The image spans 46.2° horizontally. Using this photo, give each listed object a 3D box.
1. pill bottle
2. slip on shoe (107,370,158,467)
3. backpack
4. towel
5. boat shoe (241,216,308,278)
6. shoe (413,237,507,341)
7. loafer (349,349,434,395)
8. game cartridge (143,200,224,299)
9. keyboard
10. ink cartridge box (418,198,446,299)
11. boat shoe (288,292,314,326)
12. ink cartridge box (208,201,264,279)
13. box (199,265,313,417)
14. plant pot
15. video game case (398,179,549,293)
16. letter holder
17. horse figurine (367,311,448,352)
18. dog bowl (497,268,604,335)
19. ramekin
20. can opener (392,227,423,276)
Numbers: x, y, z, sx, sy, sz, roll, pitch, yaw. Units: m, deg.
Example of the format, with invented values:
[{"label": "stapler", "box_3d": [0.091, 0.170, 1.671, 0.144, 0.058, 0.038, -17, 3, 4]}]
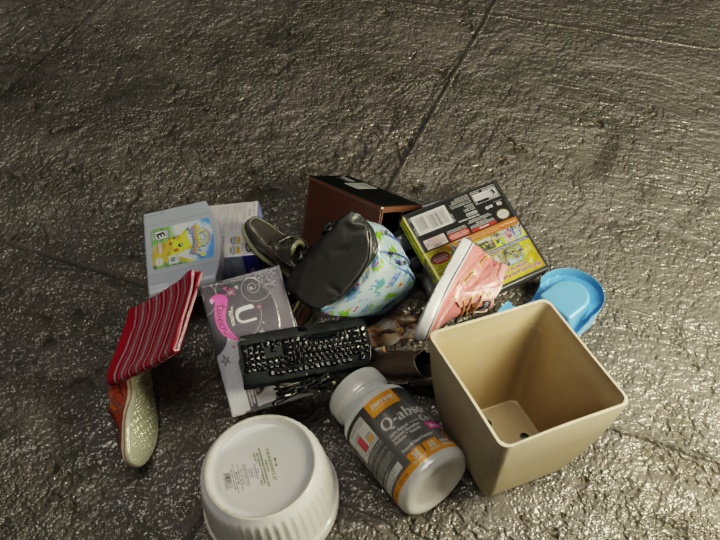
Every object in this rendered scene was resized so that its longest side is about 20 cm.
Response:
[{"label": "pill bottle", "box_3d": [0.048, 0.237, 1.204, 0.116, 0.117, 0.200, -31, 52, -20]}, {"label": "slip on shoe", "box_3d": [-0.359, 0.220, 1.313, 0.061, 0.074, 0.202, -29, 48, 12]}, {"label": "backpack", "box_3d": [0.000, 0.000, 1.310, 0.154, 0.200, 0.163, 45, 102, 7]}, {"label": "towel", "box_3d": [-0.317, 0.089, 1.285, 0.199, 0.022, 0.146, -27, 42, 42]}, {"label": "boat shoe", "box_3d": [-0.118, -0.029, 1.451, 0.201, 0.066, 0.072, 44, 42, 7]}, {"label": "shoe", "box_3d": [0.157, 0.042, 1.288, 0.090, 0.072, 0.201, 29, 54, 4]}, {"label": "loafer", "box_3d": [0.079, 0.147, 1.310, 0.197, 0.072, 0.074, 1, 48, 9]}, {"label": "game cartridge", "box_3d": [-0.303, -0.036, 1.453, 0.131, 0.041, 0.202, -11, 50, -7]}, {"label": "keyboard", "box_3d": [-0.073, 0.129, 1.218, 0.197, 0.040, 0.106, -9, 81, -18]}, {"label": "ink cartridge box", "box_3d": [0.180, -0.051, 1.495, 0.197, 0.047, 0.199, -16, 47, -9]}, {"label": "boat shoe", "box_3d": [-0.158, 0.103, 1.384, 0.071, 0.068, 0.200, 27, 57, 28]}, {"label": "ink cartridge box", "box_3d": [-0.244, -0.048, 1.525, 0.197, 0.077, 0.138, -6, 49, 4]}, {"label": "box", "box_3d": [-0.158, 0.109, 1.286, 0.130, 0.115, 0.203, -15, 82, -6]}, {"label": "plant pot", "box_3d": [0.210, 0.191, 1.168, 0.197, 0.179, 0.201, -13, 46, -21]}, {"label": "video game case", "box_3d": [0.188, -0.042, 1.396, 0.198, 0.026, 0.182, -22, 72, -23]}, {"label": "letter holder", "box_3d": [-0.004, -0.074, 1.499, 0.100, 0.144, 0.199, -6, 23, -42]}, {"label": "horse figurine", "box_3d": [0.053, 0.095, 1.343, 0.198, 0.051, 0.132, -18, 6, -34]}, {"label": "dog bowl", "box_3d": [0.303, 0.077, 1.359, 0.199, 0.050, 0.111, -33, 52, -21]}, {"label": "ramekin", "box_3d": [-0.131, 0.299, 1.180, 0.197, 0.106, 0.202, -4, 48, 4]}, {"label": "can opener", "box_3d": [0.136, -0.048, 1.431, 0.198, 0.079, 0.063, -20, 40, -20]}]
